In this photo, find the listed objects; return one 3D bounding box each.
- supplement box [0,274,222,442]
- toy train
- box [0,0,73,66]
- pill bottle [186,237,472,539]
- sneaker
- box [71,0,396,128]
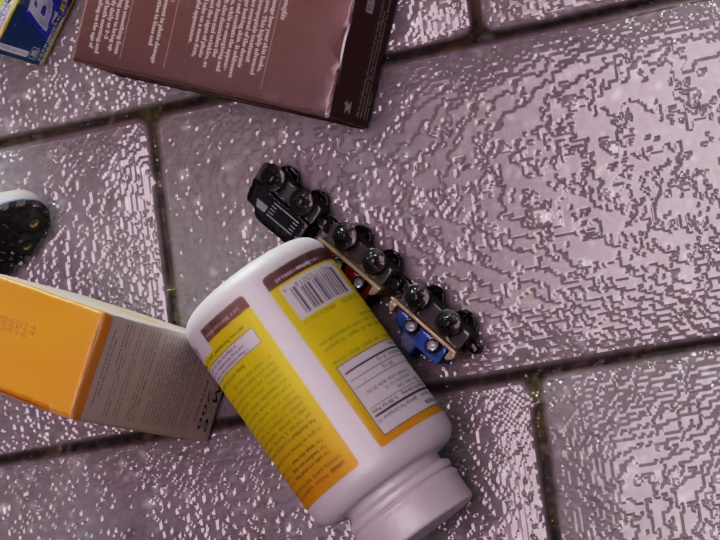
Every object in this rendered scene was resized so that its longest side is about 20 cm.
[{"bbox_3d":[-0.183,0.056,1.718,0.126,0.200,0.074,17,89,24],"label":"supplement box"},{"bbox_3d":[0.000,0.000,1.736,0.200,0.034,0.046,39,105,21],"label":"toy train"},{"bbox_3d":[-0.218,-0.248,1.826,0.064,0.070,0.201,29,97,24],"label":"box"},{"bbox_3d":[-0.016,0.086,1.689,0.109,0.109,0.200,-38,81,16],"label":"pill bottle"},{"bbox_3d":[-0.311,-0.012,1.852,0.199,0.072,0.073,-26,50,12],"label":"sneaker"},{"bbox_3d":[-0.084,-0.165,1.763,0.199,0.075,0.101,14,91,25],"label":"box"}]
